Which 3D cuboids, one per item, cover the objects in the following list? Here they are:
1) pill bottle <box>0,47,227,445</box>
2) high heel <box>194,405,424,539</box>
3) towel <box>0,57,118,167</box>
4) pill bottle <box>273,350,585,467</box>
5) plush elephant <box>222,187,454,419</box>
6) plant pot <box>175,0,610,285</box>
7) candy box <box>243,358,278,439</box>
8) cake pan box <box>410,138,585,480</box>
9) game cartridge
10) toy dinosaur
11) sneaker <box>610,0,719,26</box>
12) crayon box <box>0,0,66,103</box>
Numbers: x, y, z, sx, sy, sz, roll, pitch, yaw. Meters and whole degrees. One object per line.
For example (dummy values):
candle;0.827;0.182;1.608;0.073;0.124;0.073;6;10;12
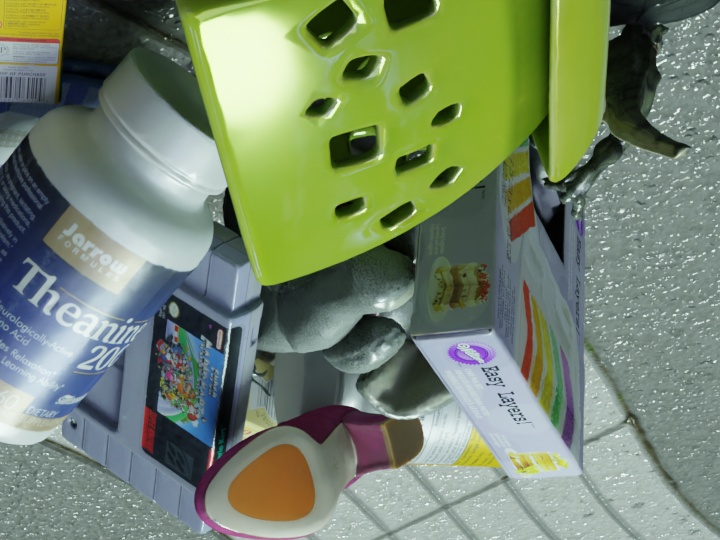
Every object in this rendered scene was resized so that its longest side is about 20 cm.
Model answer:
pill bottle;-0.148;-0.014;0.868;0.111;0.111;0.200;28;110;-42
high heel;-0.052;0.119;1.001;0.096;0.068;0.200;-10;-173;37
towel;-0.172;-0.053;0.987;0.146;0.024;0.200;7;144;-23
pill bottle;0.045;0.079;1.154;0.199;0.111;0.111;4;146;-18
plush elephant;0.000;0.000;0.987;0.154;0.165;0.200;-10;141;-37
plant pot;0.007;-0.139;0.740;0.181;0.201;0.199;-13;147;-2
candy box;-0.144;0.080;1.151;0.115;0.056;0.200;-17;147;36
cake pan box;0.084;-0.006;0.954;0.052;0.201;0.184;-6;146;18
game cartridge;-0.120;0.049;0.976;0.038;0.129;0.201;-26;138;-42
toy dinosaur;0.129;-0.081;0.873;0.047;0.200;0.088;39;115;-14
sneaker;0.121;-0.165;0.847;0.199;0.060;0.104;-17;148;4
crayon box;-0.241;-0.142;0.802;0.199;0.058;0.119;1;146;-14
